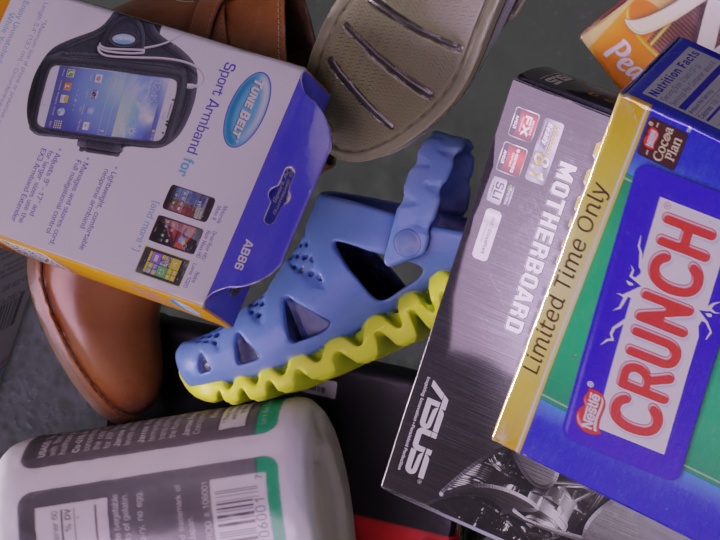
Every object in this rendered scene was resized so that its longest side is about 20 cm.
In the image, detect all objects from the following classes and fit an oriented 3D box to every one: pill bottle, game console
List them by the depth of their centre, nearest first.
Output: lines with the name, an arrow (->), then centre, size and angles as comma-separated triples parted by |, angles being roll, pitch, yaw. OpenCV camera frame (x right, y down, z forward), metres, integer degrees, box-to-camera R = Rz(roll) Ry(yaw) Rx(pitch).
pill bottle -> -0.109, 0.128, 1.304 | 0.200, 0.113, 0.113 | -9, 101, 11
game console -> -0.039, 0.120, 1.373 | 0.200, 0.031, 0.177 | 11, 103, 20

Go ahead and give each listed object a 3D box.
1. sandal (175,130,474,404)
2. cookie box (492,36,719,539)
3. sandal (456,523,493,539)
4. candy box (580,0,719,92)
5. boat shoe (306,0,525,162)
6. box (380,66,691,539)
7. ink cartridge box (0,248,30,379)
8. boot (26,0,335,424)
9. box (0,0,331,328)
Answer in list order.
sandal -> 0.000, 0.000, 1.288 | 0.200, 0.079, 0.087 | -25, 90, 11
cookie box -> 0.175, 0.030, 1.088 | 0.200, 0.075, 0.171 | 26, 120, 15
sandal -> 0.080, 0.095, 1.292 | 0.057, 0.080, 0.201 | 28, 111, 37
candy box -> 0.203, -0.061, 1.194 | 0.115, 0.055, 0.200 | -37, 87, 28
boat shoe -> 0.046, -0.132, 1.237 | 0.075, 0.068, 0.200 | 41, 119, 11
box -> 0.113, 0.032, 1.192 | 0.158, 0.048, 0.200 | 23, 108, 16
ink cartridge box -> -0.245, 0.047, 1.374 | 0.087, 0.145, 0.200 | 26, 114, 16
boot -> -0.080, -0.034, 1.319 | 0.155, 0.077, 0.200 | -11, 85, 21
box -> -0.106, -0.053, 1.256 | 0.200, 0.041, 0.119 | 19, 80, 23
